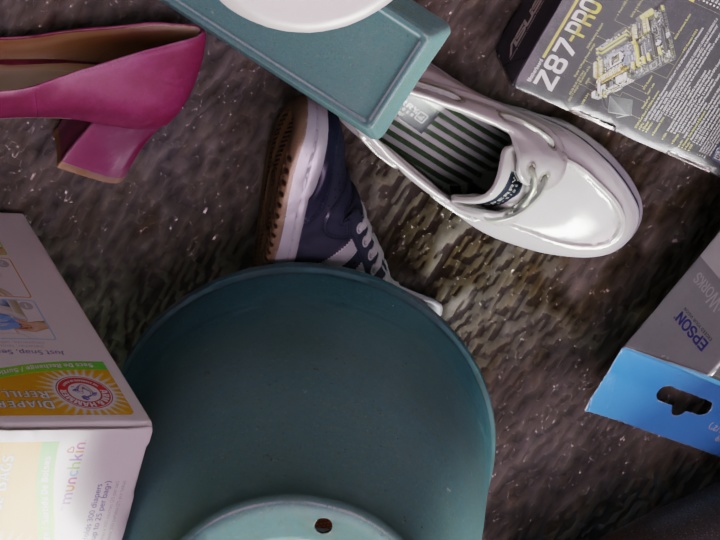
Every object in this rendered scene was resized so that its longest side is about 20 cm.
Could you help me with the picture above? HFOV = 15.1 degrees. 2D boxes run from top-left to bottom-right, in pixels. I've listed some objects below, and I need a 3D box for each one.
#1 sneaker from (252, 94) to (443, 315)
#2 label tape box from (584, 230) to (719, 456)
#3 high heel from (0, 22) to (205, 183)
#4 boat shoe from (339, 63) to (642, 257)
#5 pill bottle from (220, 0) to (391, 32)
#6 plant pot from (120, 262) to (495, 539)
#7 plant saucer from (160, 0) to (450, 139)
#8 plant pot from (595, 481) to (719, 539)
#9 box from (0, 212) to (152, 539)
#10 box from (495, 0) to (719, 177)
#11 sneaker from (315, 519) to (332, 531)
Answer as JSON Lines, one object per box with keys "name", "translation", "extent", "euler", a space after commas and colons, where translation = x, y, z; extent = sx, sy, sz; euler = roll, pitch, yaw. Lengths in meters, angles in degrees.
{"name": "sneaker", "translation": [0.000, 0.000, 1.405], "extent": [0.108, 0.070, 0.200], "euler": [4, 124, -7]}
{"name": "label tape box", "translation": [0.234, 0.031, 1.444], "extent": [0.143, 0.066, 0.200], "euler": [22, 112, -43]}
{"name": "high heel", "translation": [-0.175, -0.106, 1.313], "extent": [0.200, 0.067, 0.096], "euler": [20, 123, -25]}
{"name": "boat shoe", "translation": [0.063, -0.051, 1.391], "extent": [0.200, 0.067, 0.074], "euler": [25, 111, -21]}
{"name": "pill bottle", "translation": [-0.032, -0.195, 1.218], "extent": [0.113, 0.200, 0.113], "euler": [-3, 118, -6]}
{"name": "plant pot", "translation": [-0.031, 0.126, 1.313], "extent": [0.200, 0.188, 0.200], "euler": [0, 115, 1]}
{"name": "plant saucer", "translation": [-0.058, -0.142, 1.311], "extent": [0.200, 0.019, 0.070], "euler": [33, 109, -4]}
{"name": "plant pot", "translation": [0.209, 0.193, 1.502], "extent": [0.200, 0.187, 0.187], "euler": [-39, 119, -3]}
{"name": "box", "translation": [-0.190, 0.066, 1.322], "extent": [0.101, 0.200, 0.113], "euler": [1, 119, -28]}
{"name": "box", "translation": [0.185, -0.153, 1.369], "extent": [0.161, 0.049, 0.200], "euler": [20, 114, -22]}
{"name": "sneaker", "translation": [-0.068, 0.123, 1.466], "extent": [0.200, 0.077, 0.073], "euler": [34, 112, -7]}
